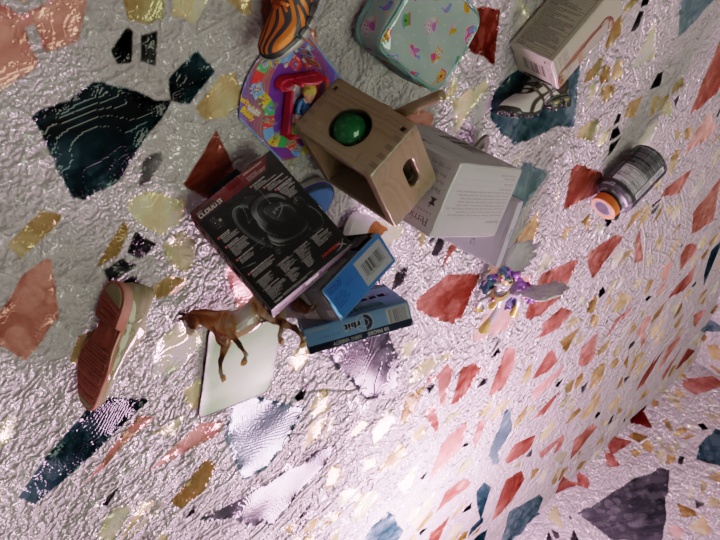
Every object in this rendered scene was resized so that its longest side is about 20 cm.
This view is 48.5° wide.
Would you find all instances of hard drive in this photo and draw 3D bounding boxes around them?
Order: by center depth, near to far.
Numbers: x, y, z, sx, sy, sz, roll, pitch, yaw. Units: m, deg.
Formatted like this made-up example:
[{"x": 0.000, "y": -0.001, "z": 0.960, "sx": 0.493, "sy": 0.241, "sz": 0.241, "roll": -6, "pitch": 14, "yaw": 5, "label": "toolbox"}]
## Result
[{"x": 0.189, "y": -0.108, "z": 1.459, "sx": 0.025, "sy": 0.200, "sz": 0.132, "roll": -20, "pitch": 133, "yaw": -49, "label": "hard drive"}]

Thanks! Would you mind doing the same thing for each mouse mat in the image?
[{"x": -0.206, "y": 0.157, "z": 1.386, "sx": 0.161, "sy": 0.008, "sz": 0.200, "roll": -16, "pitch": 131, "yaw": -42, "label": "mouse mat"}]

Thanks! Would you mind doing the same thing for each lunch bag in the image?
[{"x": 0.092, "y": -0.379, "z": 1.228, "sx": 0.200, "sy": 0.077, "sz": 0.161, "roll": 18, "pitch": 103, "yaw": -54, "label": "lunch bag"}]

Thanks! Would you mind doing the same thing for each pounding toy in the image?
[{"x": 0.028, "y": -0.189, "z": 1.160, "sx": 0.142, "sy": 0.184, "sz": 0.200, "roll": -49, "pitch": 152, "yaw": -9, "label": "pounding toy"}]

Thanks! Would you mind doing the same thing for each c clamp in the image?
[{"x": 0.200, "y": -0.162, "z": 1.542, "sx": 0.171, "sy": 0.027, "sz": 0.200, "roll": -46, "pitch": 158, "yaw": -32, "label": "c clamp"}]

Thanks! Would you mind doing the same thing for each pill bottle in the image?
[{"x": 0.674, "y": -0.219, "z": 2.023, "sx": 0.200, "sy": 0.106, "sz": 0.106, "roll": -43, "pitch": 144, "yaw": -15, "label": "pill bottle"}]

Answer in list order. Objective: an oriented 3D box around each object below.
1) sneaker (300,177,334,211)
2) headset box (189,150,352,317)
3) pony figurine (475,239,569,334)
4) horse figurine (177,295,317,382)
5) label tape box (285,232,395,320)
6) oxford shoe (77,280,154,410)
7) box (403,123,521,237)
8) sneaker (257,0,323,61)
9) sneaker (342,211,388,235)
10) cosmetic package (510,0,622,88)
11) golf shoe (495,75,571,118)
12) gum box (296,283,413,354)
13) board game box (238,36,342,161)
[{"x": -0.080, "y": -0.045, "z": 1.241, "sx": 0.200, "sy": 0.146, "sz": 0.081, "roll": -42, "pitch": 144, "yaw": -17, "label": "sneaker"}, {"x": -0.133, "y": -0.058, "z": 1.138, "sx": 0.149, "sy": 0.200, "sz": 0.077, "roll": -41, "pitch": 173, "yaw": -12, "label": "headset box"}, {"x": 0.357, "y": 0.043, "z": 1.852, "sx": 0.193, "sy": 0.167, "sz": 0.200, "roll": -23, "pitch": 150, "yaw": -26, "label": "pony figurine"}, {"x": -0.164, "y": 0.083, "z": 1.217, "sx": 0.200, "sy": 0.133, "sz": 0.050, "roll": -25, "pitch": 141, "yaw": -8, "label": "horse figurine"}, {"x": -0.060, "y": 0.011, "z": 1.300, "sx": 0.144, "sy": 0.200, "sz": 0.063, "roll": -47, "pitch": 115, "yaw": -28, "label": "label tape box"}, {"x": -0.342, "y": 0.110, "z": 1.131, "sx": 0.074, "sy": 0.071, "sz": 0.200, "roll": 3, "pitch": 116, "yaw": -54, "label": "oxford shoe"}, {"x": 0.124, "y": -0.154, "z": 1.344, "sx": 0.200, "sy": 0.199, "sz": 0.131, "roll": -4, "pitch": 121, "yaw": -50, "label": "box"}, {"x": -0.096, "y": -0.376, "z": 1.022, "sx": 0.112, "sy": 0.078, "sz": 0.200, "roll": 35, "pitch": 80, "yaw": -51, "label": "sneaker"}, {"x": 0.000, "y": 0.000, "z": 1.419, "sx": 0.073, "sy": 0.085, "sz": 0.200, "roll": -40, "pitch": 148, "yaw": -53, "label": "sneaker"}, {"x": 0.386, "y": -0.453, "z": 1.491, "sx": 0.200, "sy": 0.103, "sz": 0.087, "roll": -49, "pitch": 147, "yaw": -5, "label": "cosmetic package"}, {"x": 0.333, "y": -0.350, "z": 1.555, "sx": 0.200, "sy": 0.078, "sz": 0.095, "roll": -24, "pitch": 118, "yaw": -39, "label": "golf shoe"}, {"x": -0.017, "y": 0.076, "z": 1.325, "sx": 0.170, "sy": 0.200, "sz": 0.045, "roll": -15, "pitch": 98, "yaw": -6, "label": "gum box"}, {"x": -0.085, "y": -0.243, "z": 1.163, "sx": 0.158, "sy": 0.039, "sz": 0.200, "roll": -52, "pitch": 145, "yaw": -4, "label": "board game box"}]
